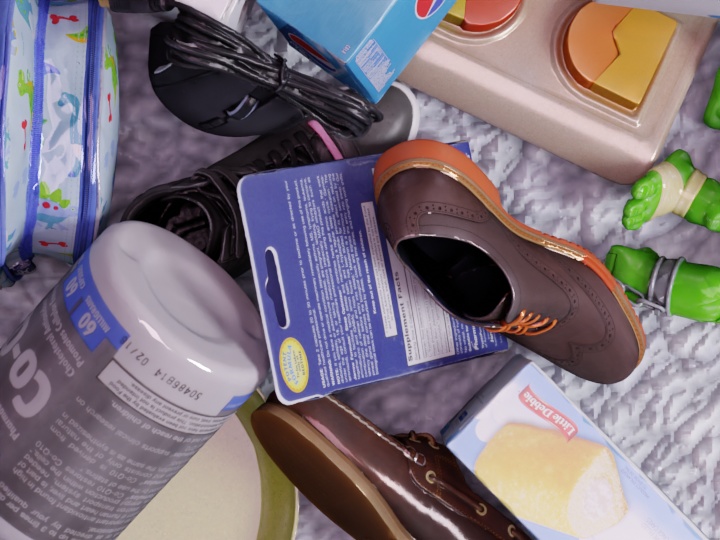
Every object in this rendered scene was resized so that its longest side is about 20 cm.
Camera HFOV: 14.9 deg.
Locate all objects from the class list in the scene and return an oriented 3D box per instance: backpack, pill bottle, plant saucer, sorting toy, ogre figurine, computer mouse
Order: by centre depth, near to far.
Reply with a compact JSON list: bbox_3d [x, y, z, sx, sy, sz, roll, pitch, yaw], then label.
[{"bbox_3d":[-0.148,0.080,1.436,0.114,0.114,0.200,43,112,0],"label":"pill bottle"},{"bbox_3d":[-0.088,-0.104,1.439,0.140,0.200,0.046,28,87,-29],"label":"computer mouse"},{"bbox_3d":[-0.200,-0.080,1.447,0.146,0.200,0.184,2,89,-1],"label":"backpack"},{"bbox_3d":[0.228,-0.048,1.510,0.120,0.098,0.200,32,73,17],"label":"ogre figurine"},{"bbox_3d":[0.114,-0.173,1.526,0.185,0.036,0.201,25,84,-1],"label":"sorting toy"},{"bbox_3d":[-0.133,0.127,1.533,0.199,0.031,0.201,0,89,-1],"label":"plant saucer"}]

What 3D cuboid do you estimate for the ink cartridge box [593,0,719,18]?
[{"bbox_3d":[0.207,-0.242,1.483,0.146,0.086,0.201,7,69,0],"label":"ink cartridge box"}]

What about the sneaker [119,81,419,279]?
[{"bbox_3d":[-0.051,-0.041,1.500,0.200,0.099,0.071,-32,89,-2],"label":"sneaker"}]

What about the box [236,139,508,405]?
[{"bbox_3d":[0.000,0.000,1.466,0.032,0.200,0.122,-10,90,38],"label":"box"}]

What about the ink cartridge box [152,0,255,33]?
[{"bbox_3d":[-0.141,-0.202,1.476,0.199,0.146,0.084,27,88,-1],"label":"ink cartridge box"}]

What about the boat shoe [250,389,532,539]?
[{"bbox_3d":[0.026,0.125,1.511,0.200,0.070,0.070,46,67,-16],"label":"boat shoe"}]

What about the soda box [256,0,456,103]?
[{"bbox_3d":[0.036,-0.194,1.478,0.068,0.064,0.200,36,85,23],"label":"soda box"}]

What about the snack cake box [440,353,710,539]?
[{"bbox_3d":[0.136,0.138,1.494,0.067,0.115,0.200,-45,90,-1],"label":"snack cake box"}]

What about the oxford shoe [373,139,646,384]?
[{"bbox_3d":[0.078,0.015,1.468,0.200,0.073,0.071,36,126,-29],"label":"oxford shoe"}]
